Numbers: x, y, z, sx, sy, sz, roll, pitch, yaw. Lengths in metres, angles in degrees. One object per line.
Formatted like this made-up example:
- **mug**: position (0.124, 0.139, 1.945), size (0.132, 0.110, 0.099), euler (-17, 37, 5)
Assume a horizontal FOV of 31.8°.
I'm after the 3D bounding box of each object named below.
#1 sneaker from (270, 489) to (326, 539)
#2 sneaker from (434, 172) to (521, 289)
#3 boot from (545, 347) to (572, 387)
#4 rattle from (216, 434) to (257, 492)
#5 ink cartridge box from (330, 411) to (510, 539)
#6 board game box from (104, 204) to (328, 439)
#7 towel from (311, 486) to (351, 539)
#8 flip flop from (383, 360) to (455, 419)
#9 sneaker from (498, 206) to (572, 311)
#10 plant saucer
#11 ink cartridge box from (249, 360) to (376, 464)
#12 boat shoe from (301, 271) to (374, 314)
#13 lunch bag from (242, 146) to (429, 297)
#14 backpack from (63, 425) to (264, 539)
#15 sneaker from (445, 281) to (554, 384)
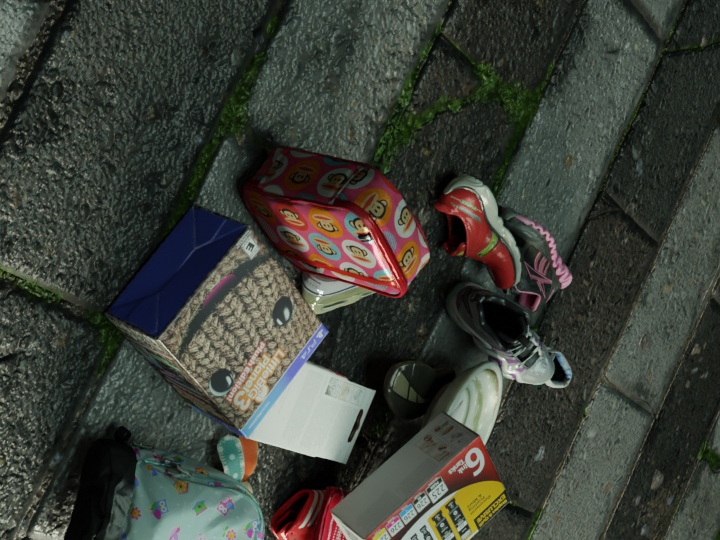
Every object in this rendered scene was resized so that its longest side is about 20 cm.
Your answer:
- **sneaker**: position (-0.086, 0.376, 1.638), size (0.115, 0.078, 0.201), euler (25, 75, -41)
- **sneaker**: position (0.153, -0.042, 1.724), size (0.085, 0.077, 0.200), euler (-41, 127, -13)
- **boot**: position (0.243, 0.111, 1.856), size (0.200, 0.095, 0.074), euler (36, 79, -49)
- **rattle**: position (-0.139, 0.306, 1.484), size (0.200, 0.143, 0.130), euler (-54, 134, -13)
- **ink cartridge box**: position (0.088, 0.317, 1.629), size (0.200, 0.084, 0.176), euler (-40, 126, -17)
- **board game box**: position (-0.154, 0.058, 1.395), size (0.160, 0.097, 0.200), euler (-53, 137, -18)
- **towel**: position (0.000, 0.372, 1.656), size (0.200, 0.022, 0.145), euler (29, 74, -46)
- **flip flop**: position (0.073, 0.155, 1.724), size (0.200, 0.057, 0.081), euler (8, 105, -65)
- **sneaker**: position (0.236, -0.010, 1.824), size (0.095, 0.079, 0.200), euler (-47, 135, -8)
- **plant saucer**: position (0.129, 0.212, 1.752), size (0.200, 0.050, 0.201), euler (-42, 143, -41)
- **ink cartridge box**: position (-0.071, 0.168, 1.570), size (0.200, 0.050, 0.109), euler (27, 85, -51)
- **boat shoe**: position (0.000, 0.000, 1.577), size (0.199, 0.072, 0.062), euler (-16, 142, -39)
- **lunch bag**: position (-0.022, -0.047, 1.420), size (0.082, 0.199, 0.176), euler (-54, 137, -23)
- **backpack**: position (-0.206, 0.275, 1.366), size (0.199, 0.126, 0.168), euler (17, 91, -27)
- **sneaker**: position (0.213, 0.098, 1.731), size (0.200, 0.140, 0.078), euler (39, 82, -19)
